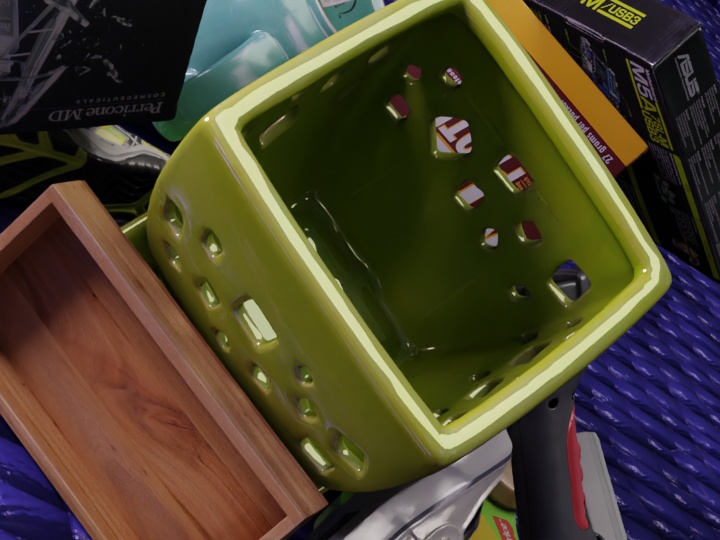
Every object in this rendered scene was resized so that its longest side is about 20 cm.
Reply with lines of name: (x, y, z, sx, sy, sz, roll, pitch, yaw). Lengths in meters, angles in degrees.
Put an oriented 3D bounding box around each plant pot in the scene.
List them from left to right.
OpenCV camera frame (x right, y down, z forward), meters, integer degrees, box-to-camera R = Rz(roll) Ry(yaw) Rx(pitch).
plant pot: (0.000, 0.000, 1.007, 0.200, 0.181, 0.199, -33, 89, -39)

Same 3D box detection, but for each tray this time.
tray: (-0.115, 0.065, 0.965, 0.200, 0.099, 0.037, 52, 21, 7)

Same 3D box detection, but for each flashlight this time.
flashlight: (0.112, 0.099, 1.122, 0.068, 0.067, 0.201, -66, 148, -79)

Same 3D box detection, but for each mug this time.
mug: (-0.053, -0.140, 1.255, 0.152, 0.114, 0.185, 37, 40, -41)

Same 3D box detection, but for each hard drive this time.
hard drive: (0.160, 0.217, 1.271, 0.200, 0.026, 0.132, -97, 180, -56)

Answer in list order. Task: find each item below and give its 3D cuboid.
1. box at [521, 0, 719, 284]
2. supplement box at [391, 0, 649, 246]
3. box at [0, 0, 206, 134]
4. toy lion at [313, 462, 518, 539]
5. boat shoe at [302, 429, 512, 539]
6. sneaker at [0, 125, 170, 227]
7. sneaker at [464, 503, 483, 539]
box: (0.153, -0.105, 1.233, 0.193, 0.048, 0.200, 34, -20, 43)
supplement box: (0.039, -0.043, 1.234, 0.133, 0.200, 0.197, 49, -13, 1)
box: (-0.183, -0.178, 1.014, 0.199, 0.197, 0.124, -7, 53, -26)
toy lion: (0.045, 0.173, 1.176, 0.191, 0.069, 0.200, 23, 31, -36)
boat shoe: (0.019, 0.152, 1.046, 0.200, 0.072, 0.066, -36, 99, -42)
sneaker: (-0.160, -0.069, 1.149, 0.200, 0.075, 0.077, 31, 28, -43)
sneaker: (0.064, 0.073, 1.172, 0.075, 0.116, 0.200, 28, 27, -5)
